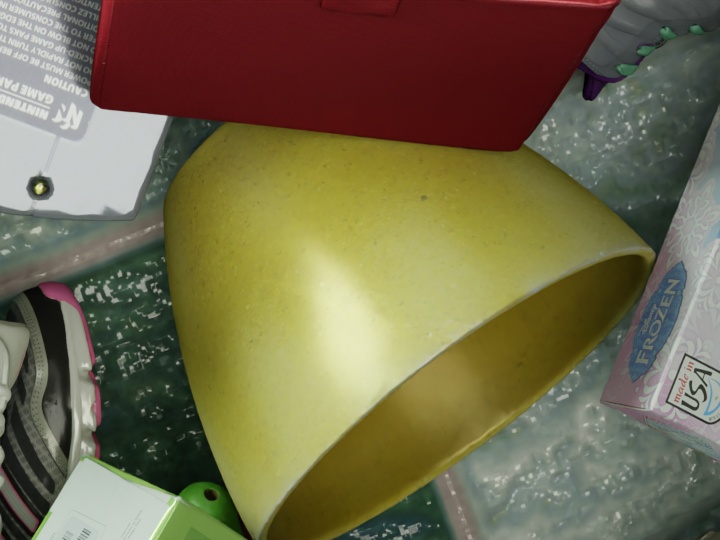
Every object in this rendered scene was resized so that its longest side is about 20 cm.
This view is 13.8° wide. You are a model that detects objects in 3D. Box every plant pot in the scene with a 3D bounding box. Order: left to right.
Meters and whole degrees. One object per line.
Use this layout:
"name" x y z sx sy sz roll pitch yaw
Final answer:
"plant pot" 0.000 0.000 1.222 0.200 0.200 0.142 -36 76 -2

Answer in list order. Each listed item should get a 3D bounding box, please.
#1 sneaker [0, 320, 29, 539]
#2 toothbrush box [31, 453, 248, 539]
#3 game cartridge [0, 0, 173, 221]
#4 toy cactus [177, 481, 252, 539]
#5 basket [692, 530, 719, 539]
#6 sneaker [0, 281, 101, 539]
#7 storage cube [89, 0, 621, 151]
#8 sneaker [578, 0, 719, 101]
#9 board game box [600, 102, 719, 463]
"sneaker" -0.166 0.064 1.184 0.099 0.078 0.201 -28 100 -18
"toothbrush box" -0.057 0.188 1.177 0.200 0.086 0.146 36 79 -30
"game cartridge" -0.166 -0.098 1.178 0.199 0.041 0.134 21 90 -13
"toy cactus" -0.042 0.183 1.287 0.164 0.102 0.201 -8 96 -26
"basket" 0.171 0.195 1.271 0.176 0.200 0.140 25 57 -11
"sneaker" -0.164 0.101 1.254 0.087 0.074 0.201 9 101 -15
"storage cube" -0.001 -0.154 1.093 0.199 0.180 0.172 5 75 -7
"sneaker" 0.130 -0.119 1.279 0.199 0.074 0.088 0 108 2
"board game box" 0.220 0.004 1.232 0.199 0.043 0.201 27 81 -25
